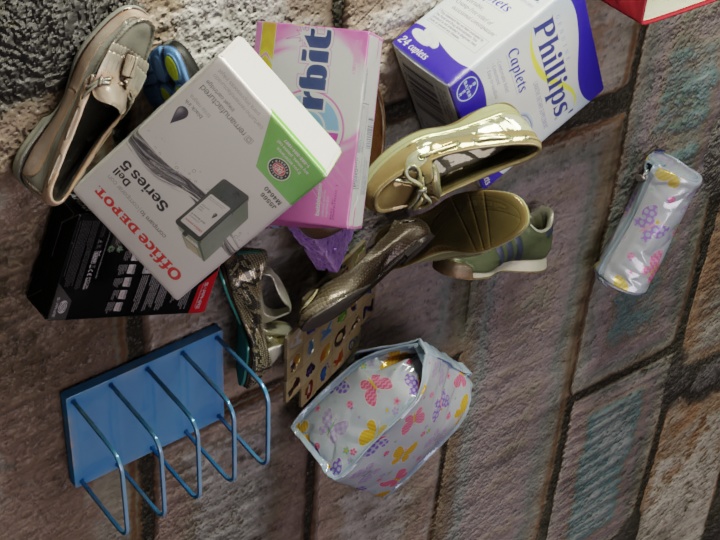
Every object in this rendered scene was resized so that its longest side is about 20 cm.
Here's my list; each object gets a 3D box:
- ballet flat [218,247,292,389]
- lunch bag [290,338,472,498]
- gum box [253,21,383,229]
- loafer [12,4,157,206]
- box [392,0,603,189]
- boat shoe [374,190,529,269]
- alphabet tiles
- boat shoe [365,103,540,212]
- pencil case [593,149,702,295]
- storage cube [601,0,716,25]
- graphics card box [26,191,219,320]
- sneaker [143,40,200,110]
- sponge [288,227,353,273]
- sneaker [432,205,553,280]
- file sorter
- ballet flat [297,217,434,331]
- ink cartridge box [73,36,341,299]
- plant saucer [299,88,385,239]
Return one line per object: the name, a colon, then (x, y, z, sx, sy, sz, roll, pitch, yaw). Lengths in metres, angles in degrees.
ballet flat: (-0.113, 0.055, 1.682, 0.075, 0.068, 0.201, -12, 132, -7)
lunch bag: (0.038, 0.174, 1.882, 0.200, 0.127, 0.169, -44, 153, 9)
gum box: (-0.049, -0.135, 1.453, 0.066, 0.113, 0.201, -9, 105, -77)
loafer: (-0.244, -0.149, 1.386, 0.200, 0.063, 0.072, -55, 142, 7)
box: (0.159, -0.230, 1.686, 0.200, 0.105, 0.184, -40, 142, -12)
boat shoe: (0.113, -0.047, 1.755, 0.200, 0.074, 0.063, -20, 173, 30)
alphabet tiles: (-0.034, 0.063, 1.766, 0.200, 0.006, 0.167, -45, 149, -43)
boat shoe: (0.094, -0.110, 1.588, 0.200, 0.063, 0.073, -24, 139, -14)
pencil case: (0.399, -0.065, 2.082, 0.090, 0.083, 0.201, -5, 126, -45)
storage cube: (0.320, -0.400, 1.638, 0.199, 0.180, 0.172, -21, 135, -30)
graphics card box: (-0.231, -0.015, 1.525, 0.199, 0.051, 0.126, -4, 124, -44)
sneaker: (-0.147, -0.167, 1.476, 0.083, 0.071, 0.200, -62, 144, -15)
sponge: (-0.048, -0.090, 1.606, 0.112, 0.030, 0.200, -69, 154, -20)
sneaker: (0.174, -0.044, 1.899, 0.199, 0.067, 0.090, -4, 117, -43)
file sorter: (-0.210, 0.181, 1.656, 0.199, 0.123, 0.139, -24, 137, -30)
ballet flat: (0.000, 0.000, 1.695, 0.200, 0.046, 0.067, -37, 172, -21)
ink cartridge box: (-0.141, -0.092, 1.381, 0.200, 0.146, 0.084, -39, -169, 21)
plant saucer: (-0.019, -0.130, 1.580, 0.200, 0.032, 0.201, 12, 90, -67)
